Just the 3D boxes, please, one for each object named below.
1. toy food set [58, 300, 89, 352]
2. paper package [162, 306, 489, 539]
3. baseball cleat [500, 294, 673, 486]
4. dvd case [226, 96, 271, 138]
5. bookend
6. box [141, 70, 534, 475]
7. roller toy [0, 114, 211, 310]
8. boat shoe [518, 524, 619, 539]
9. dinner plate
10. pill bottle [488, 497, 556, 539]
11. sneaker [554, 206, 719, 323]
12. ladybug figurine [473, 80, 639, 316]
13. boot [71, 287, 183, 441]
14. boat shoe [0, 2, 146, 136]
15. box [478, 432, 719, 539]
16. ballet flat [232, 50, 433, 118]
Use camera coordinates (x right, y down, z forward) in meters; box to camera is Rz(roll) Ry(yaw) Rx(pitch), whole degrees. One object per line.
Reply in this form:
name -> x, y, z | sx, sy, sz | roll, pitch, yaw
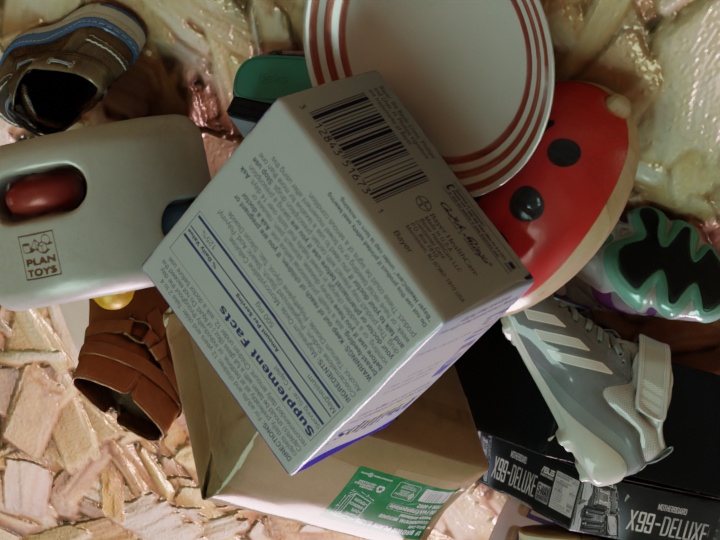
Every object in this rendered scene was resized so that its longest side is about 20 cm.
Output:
toy food set -> -0.201, 0.017, 1.896 | 0.143, 0.060, 0.200 | 11, 139, 25
paper package -> -0.029, 0.096, 1.579 | 0.200, 0.191, 0.103 | 18, 126, -30
baseball cleat -> 0.158, 0.050, 1.503 | 0.200, 0.106, 0.070 | 63, -175, -3
dvd case -> -0.001, -0.060, 1.547 | 0.143, 0.018, 0.200 | 15, 160, 25
bookend -> 0.190, 0.104, 1.663 | 0.200, 0.092, 0.199 | 15, 180, -25
box -> -0.018, 0.002, 1.410 | 0.184, 0.105, 0.200 | 54, 132, 12
roller toy -> -0.205, -0.038, 1.636 | 0.200, 0.140, 0.182 | -11, -179, -20
boat shoe -> 0.216, 0.247, 1.655 | 0.200, 0.069, 0.074 | 13, -178, -5
dinner plate -> 0.046, -0.144, 1.384 | 0.200, 0.024, 0.200 | 17, 118, 35
pill bottle -> 0.211, 0.294, 1.945 | 0.200, 0.116, 0.116 | 20, 150, 11
sneaker -> 0.179, 0.008, 1.562 | 0.200, 0.078, 0.140 | 26, 154, 19
ladybug figurine -> 0.103, -0.052, 1.428 | 0.072, 0.136, 0.200 | 15, 126, -48
boot -> -0.206, 0.038, 1.743 | 0.200, 0.155, 0.074 | 32, 140, -3
boat shoe -> -0.243, -0.146, 1.639 | 0.072, 0.072, 0.200 | 37, 149, -18
box -> 0.199, 0.179, 1.711 | 0.158, 0.050, 0.200 | 13, -178, -21
ballet flat -> -0.001, -0.124, 1.503 | 0.200, 0.069, 0.071 | 3, 161, 38
